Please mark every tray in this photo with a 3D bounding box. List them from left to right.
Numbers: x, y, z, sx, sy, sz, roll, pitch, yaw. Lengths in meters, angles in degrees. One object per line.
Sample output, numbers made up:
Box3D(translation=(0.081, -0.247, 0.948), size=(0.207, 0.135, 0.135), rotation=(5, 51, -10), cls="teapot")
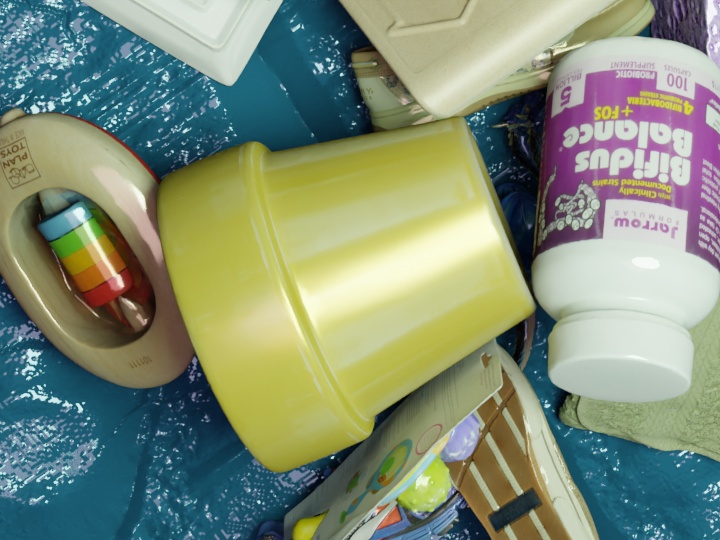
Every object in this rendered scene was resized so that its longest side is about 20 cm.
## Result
Box3D(translation=(-0.142, -0.213, 1.037), size=(0.200, 0.022, 0.108), rotation=(30, 96, -11), cls="tray")

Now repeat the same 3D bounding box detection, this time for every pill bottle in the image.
Box3D(translation=(0.160, -0.028, 0.960), size=(0.112, 0.112, 0.201), rotation=(10, 68, -7), cls="pill bottle")

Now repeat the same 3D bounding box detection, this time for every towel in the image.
Box3D(translation=(0.229, 0.045, 1.086), size=(0.148, 0.037, 0.201), rotation=(10, 125, -10), cls="towel")

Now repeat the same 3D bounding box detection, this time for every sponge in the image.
Box3D(translation=(0.211, -0.227, 1.022), size=(0.030, 0.112, 0.201), rotation=(-7, 102, -6), cls="sponge")

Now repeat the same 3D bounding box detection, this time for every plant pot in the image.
Box3D(translation=(0.000, 0.000, 0.992), size=(0.188, 0.201, 0.201), rotation=(-21, 103, 7), cls="plant pot")

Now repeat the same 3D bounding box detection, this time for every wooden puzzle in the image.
Box3D(translation=(0.069, -0.212, 1.013), size=(0.185, 0.046, 0.200), rotation=(-35, 65, 1), cls="wooden puzzle")

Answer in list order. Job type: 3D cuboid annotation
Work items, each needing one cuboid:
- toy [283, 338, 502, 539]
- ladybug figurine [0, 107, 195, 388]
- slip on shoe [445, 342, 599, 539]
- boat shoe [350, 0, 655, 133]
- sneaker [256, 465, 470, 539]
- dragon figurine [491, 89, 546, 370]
Box3D(translation=(0.028, 0.129, 1.019), size=(0.200, 0.115, 0.047), rotation=(-43, 104, 14), cls="toy")
Box3D(translation=(-0.168, -0.020, 1.038), size=(0.135, 0.072, 0.200), rotation=(-19, 108, 27), cls="ladybug figurine")
Box3D(translation=(0.107, 0.136, 1.055), size=(0.076, 0.061, 0.200), rotation=(-34, 73, 20), cls="slip on shoe")
Box3D(translation=(0.093, -0.148, 1.047), size=(0.199, 0.073, 0.063), rotation=(-23, 106, 0), cls="boat shoe")
Box3D(translation=(0.011, 0.158, 1.105), size=(0.200, 0.075, 0.079), rotation=(-40, 99, 2), cls="sneaker")
Box3D(translation=(0.108, -0.024, 1.081), size=(0.099, 0.059, 0.200), rotation=(25, 101, -9), cls="dragon figurine")
